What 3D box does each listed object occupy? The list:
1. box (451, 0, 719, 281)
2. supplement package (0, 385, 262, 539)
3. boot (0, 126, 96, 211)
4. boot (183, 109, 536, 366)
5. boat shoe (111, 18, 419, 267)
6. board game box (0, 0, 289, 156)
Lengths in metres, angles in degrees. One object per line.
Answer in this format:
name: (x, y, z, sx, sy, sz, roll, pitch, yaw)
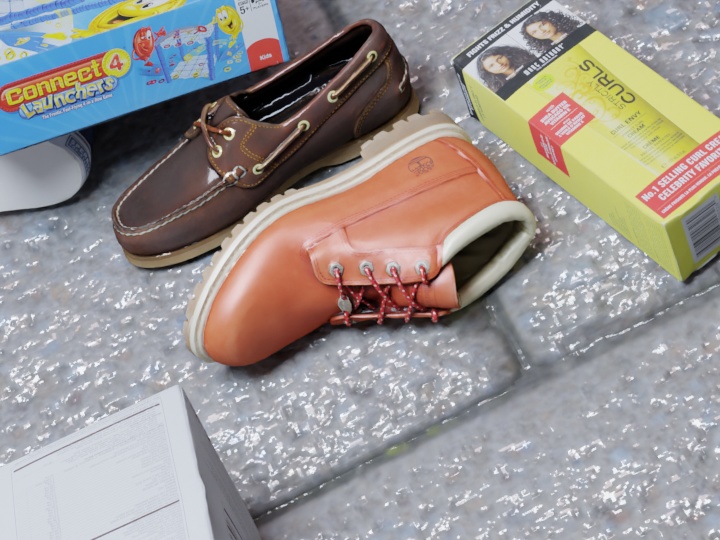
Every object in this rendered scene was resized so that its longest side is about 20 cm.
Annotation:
box: (0.138, -0.077, 1.506, 0.075, 0.050, 0.200, -36, 46, -11)
supplement package: (-0.105, 0.164, 1.318, 0.114, 0.110, 0.200, -25, 26, 3)
boot: (-0.254, -0.079, 1.678, 0.199, 0.073, 0.090, -4, 41, 12)
boot: (0.000, 0.000, 1.487, 0.200, 0.075, 0.107, -36, 51, -11)
boat shoe: (-0.063, -0.078, 1.584, 0.200, 0.070, 0.070, -33, 47, -5)
board game box: (-0.167, -0.155, 1.644, 0.195, 0.056, 0.200, -20, 30, -12)
